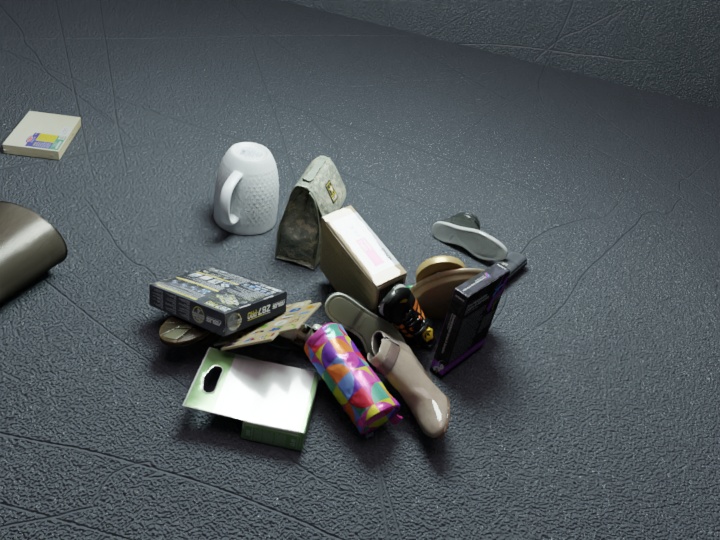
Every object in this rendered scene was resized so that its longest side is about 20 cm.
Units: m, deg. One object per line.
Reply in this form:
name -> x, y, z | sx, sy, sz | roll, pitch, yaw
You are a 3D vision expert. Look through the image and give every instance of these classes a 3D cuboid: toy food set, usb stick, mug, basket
toy food set -> 0.179, 0.040, 1.373 | 0.199, 0.198, 0.049 | 5, 58, -23
usb stick -> 0.322, 0.006, 1.588 | 0.055, 0.033, 0.200 | 30, 39, 26
mug -> -0.264, -0.180, 1.547 | 0.147, 0.176, 0.200 | 18, 36, 8
basket -> -0.670, -0.013, 1.242 | 0.179, 0.136, 0.200 | 22, 40, 4

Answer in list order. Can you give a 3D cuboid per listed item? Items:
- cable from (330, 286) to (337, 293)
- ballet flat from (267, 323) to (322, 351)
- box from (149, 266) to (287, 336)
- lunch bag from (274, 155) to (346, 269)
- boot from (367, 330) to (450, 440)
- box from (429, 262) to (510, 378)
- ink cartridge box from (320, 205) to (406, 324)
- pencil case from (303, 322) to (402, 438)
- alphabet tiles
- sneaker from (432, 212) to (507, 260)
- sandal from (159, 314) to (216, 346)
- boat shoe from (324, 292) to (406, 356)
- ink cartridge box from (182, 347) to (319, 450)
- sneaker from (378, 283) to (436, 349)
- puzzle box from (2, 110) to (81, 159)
cable -> 0.005, 0.018, 1.490 | 0.097, 0.050, 0.200 | 26, 49, 6
ballet flat -> -0.101, 0.118, 1.279 | 0.199, 0.069, 0.068 | 18, 37, 9
box -> -0.260, 0.050, 1.262 | 0.199, 0.049, 0.161 | 16, 19, 31
lunch bag -> -0.104, -0.135, 1.513 | 0.117, 0.201, 0.164 | 16, 35, 7
boot -> 0.075, 0.189, 1.182 | 0.146, 0.070, 0.200 | 41, 11, -18
box -> 0.204, 0.093, 1.290 | 0.036, 0.201, 0.143 | 36, 41, 28
ink cartridge box -> 0.000, 0.000, 1.356 | 0.075, 0.165, 0.200 | -24, 58, -23
pencil case -> -0.015, 0.184, 1.168 | 0.088, 0.089, 0.200 | -18, 58, -35
alphabet tiles -> -0.165, 0.096, 1.244 | 0.166, 0.006, 0.200 | -13, 13, 19
sneaker -> 0.282, -0.090, 1.665 | 0.199, 0.071, 0.099 | 24, 40, 31
sandal -> -0.295, 0.101, 1.265 | 0.081, 0.055, 0.200 | 10, 20, 10
boat shoe -> 0.009, 0.109, 1.288 | 0.199, 0.075, 0.066 | 36, 2, -16
ink cartridge box -> -0.177, 0.211, 1.147 | 0.199, 0.048, 0.146 | 12, 35, 1
sneaker -> 0.099, 0.092, 1.289 | 0.090, 0.200, 0.070 | 37, 82, 25
puzzle box -> -0.803, -0.344, 1.745 | 0.132, 0.026, 0.200 | 7, 36, -8
